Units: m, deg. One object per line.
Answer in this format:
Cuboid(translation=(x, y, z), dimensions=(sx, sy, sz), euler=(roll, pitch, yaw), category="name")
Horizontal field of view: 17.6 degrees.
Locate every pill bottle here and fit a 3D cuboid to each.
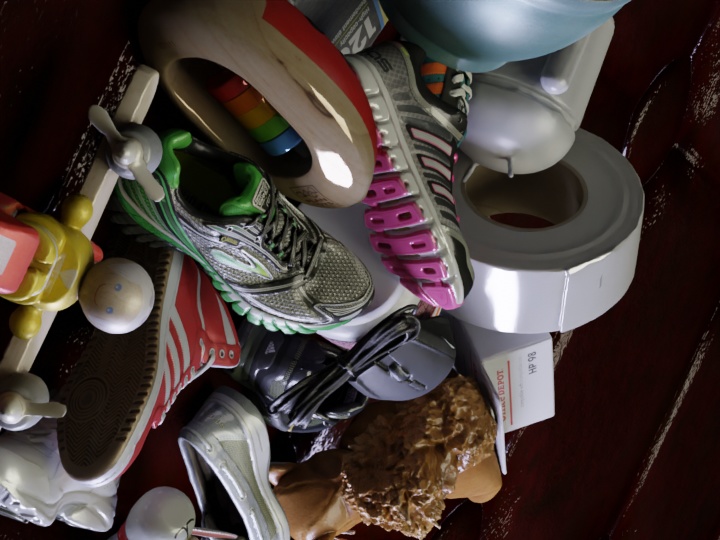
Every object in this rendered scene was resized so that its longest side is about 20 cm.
Cuboid(translation=(0.000, 0.000, 1.748), dimensions=(0.115, 0.114, 0.200), euler=(-63, 170, -3), category="pill bottle")

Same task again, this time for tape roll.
Cuboid(translation=(0.133, -0.040, 1.921), dimensions=(0.202, 0.201, 0.071), euler=(-42, 148, -39), category="tape roll")

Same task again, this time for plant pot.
Cuboid(translation=(0.089, -0.222, 1.604), dimensions=(0.200, 0.200, 0.134), euler=(-36, 170, -46), category="plant pot")

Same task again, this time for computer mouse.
Cuboid(translation=(0.007, 0.085, 1.712), dimensions=(0.140, 0.046, 0.200), euler=(-35, 170, 6), category="computer mouse")

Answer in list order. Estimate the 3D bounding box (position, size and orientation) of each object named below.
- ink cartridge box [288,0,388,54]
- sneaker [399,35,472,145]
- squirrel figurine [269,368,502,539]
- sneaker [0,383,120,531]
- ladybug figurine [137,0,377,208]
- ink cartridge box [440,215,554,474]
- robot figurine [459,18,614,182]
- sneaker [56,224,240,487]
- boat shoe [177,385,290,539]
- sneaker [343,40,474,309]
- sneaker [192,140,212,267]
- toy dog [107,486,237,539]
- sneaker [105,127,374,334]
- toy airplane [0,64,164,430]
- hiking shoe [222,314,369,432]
Cuboid(translation=(0.008, -0.225, 1.683), dimensions=(0.198, 0.047, 0.200), euler=(-57, 152, -18), category="ink cartridge box")
Cuboid(translation=(0.061, -0.140, 1.824), dimensions=(0.201, 0.080, 0.071), euler=(-62, 156, -6), category="sneaker")
Cuboid(translation=(0.016, 0.160, 1.932), dimensions=(0.186, 0.142, 0.200), euler=(-24, 178, -12), category="squirrel figurine")
Cuboid(translation=(-0.211, 0.116, 1.554), dimensions=(0.200, 0.077, 0.100), euler=(28, 81, -75), category="sneaker")
Cuboid(translation=(-0.058, -0.120, 1.514), dimensions=(0.200, 0.135, 0.072), euler=(48, 59, -29), category="ladybug figurine")
Cuboid(translation=(0.113, 0.058, 1.978), dimensions=(0.066, 0.201, 0.116), euler=(-18, 143, -8), category="ink cartridge box")
Cuboid(translation=(0.135, -0.164, 1.893), dimensions=(0.201, 0.112, 0.169), euler=(-69, -165, -14), category="robot figurine")
Cuboid(translation=(-0.138, 0.072, 1.562), dimensions=(0.113, 0.071, 0.201), euler=(55, 40, -49), category="sneaker")
Cuboid(translation=(-0.104, 0.182, 1.823), dimensions=(0.065, 0.074, 0.203), euler=(-38, 142, -33), category="boat shoe")
Cuboid(translation=(0.042, -0.072, 1.609), dimensions=(0.087, 0.073, 0.201), euler=(-35, 109, -33), category="sneaker")
Cuboid(translation=(-0.081, -0.081, 1.608), dimensions=(0.090, 0.066, 0.201), euler=(-30, 144, -52), category="sneaker")
Cuboid(translation=(-0.148, 0.227, 1.677), dimensions=(0.132, 0.096, 0.200), euler=(-47, 178, -10), category="toy dog")
Cuboid(translation=(-0.072, -0.023, 1.528), dimensions=(0.085, 0.199, 0.079), euler=(-26, -139, 54), category="sneaker")
Cuboid(translation=(-0.179, 0.000, 1.405), dimensions=(0.199, 0.140, 0.201), euler=(-43, 148, -39), category="toy airplane")
Cuboid(translation=(-0.037, 0.097, 1.834), dimensions=(0.076, 0.100, 0.200), euler=(-61, 156, -5), category="hiking shoe")
